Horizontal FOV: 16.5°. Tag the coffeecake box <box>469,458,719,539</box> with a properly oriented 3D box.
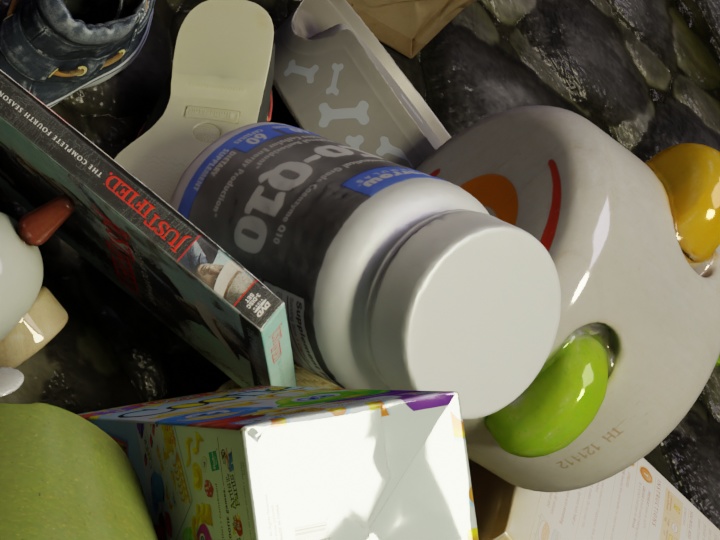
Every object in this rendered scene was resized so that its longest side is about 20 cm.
[{"bbox_3d":[0.137,0.178,1.436,0.200,0.073,0.154,43,34,-17],"label":"coffeecake box"}]

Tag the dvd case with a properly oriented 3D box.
[{"bbox_3d":[-0.113,-0.018,1.199,0.200,0.022,0.146,38,-14,12],"label":"dvd case"}]

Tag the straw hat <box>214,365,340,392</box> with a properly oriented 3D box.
[{"bbox_3d":[0.009,0.130,1.249,0.201,0.085,0.201,16,64,-37],"label":"straw hat"}]

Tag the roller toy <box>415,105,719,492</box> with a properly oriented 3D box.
[{"bbox_3d":[0.100,0.016,1.328,0.140,0.182,0.200,34,69,-34],"label":"roller toy"}]

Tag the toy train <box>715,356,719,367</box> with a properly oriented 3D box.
[{"bbox_3d":[0.183,0.072,1.561,0.085,0.116,0.200,27,40,-37],"label":"toy train"}]

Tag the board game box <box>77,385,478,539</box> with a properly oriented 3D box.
[{"bbox_3d":[-0.042,0.108,1.094,0.103,0.200,0.105,-9,93,-28],"label":"board game box"}]

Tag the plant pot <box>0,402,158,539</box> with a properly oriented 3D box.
[{"bbox_3d":[-0.146,0.154,0.998,0.200,0.200,0.190,36,22,-27],"label":"plant pot"}]

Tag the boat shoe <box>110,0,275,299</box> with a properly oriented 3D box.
[{"bbox_3d":[-0.092,-0.059,1.360,0.074,0.063,0.202,13,52,6],"label":"boat shoe"}]

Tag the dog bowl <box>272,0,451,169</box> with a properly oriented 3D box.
[{"bbox_3d":[0.014,-0.077,1.474,0.200,0.059,0.200,54,6,-9],"label":"dog bowl"}]

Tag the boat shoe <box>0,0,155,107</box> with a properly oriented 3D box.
[{"bbox_3d":[-0.142,-0.144,1.358,0.071,0.091,0.200,49,31,-8],"label":"boat shoe"}]

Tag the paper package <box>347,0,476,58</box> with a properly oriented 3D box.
[{"bbox_3d":[-0.005,-0.274,1.660,0.190,0.103,0.200,25,40,-38],"label":"paper package"}]

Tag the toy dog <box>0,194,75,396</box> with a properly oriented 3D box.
[{"bbox_3d":[-0.188,0.020,1.131,0.132,0.096,0.200,38,34,-24],"label":"toy dog"}]

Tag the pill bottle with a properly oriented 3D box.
[{"bbox_3d":[0.000,0.000,1.231,0.114,0.114,0.200,23,-1,-40],"label":"pill bottle"}]
